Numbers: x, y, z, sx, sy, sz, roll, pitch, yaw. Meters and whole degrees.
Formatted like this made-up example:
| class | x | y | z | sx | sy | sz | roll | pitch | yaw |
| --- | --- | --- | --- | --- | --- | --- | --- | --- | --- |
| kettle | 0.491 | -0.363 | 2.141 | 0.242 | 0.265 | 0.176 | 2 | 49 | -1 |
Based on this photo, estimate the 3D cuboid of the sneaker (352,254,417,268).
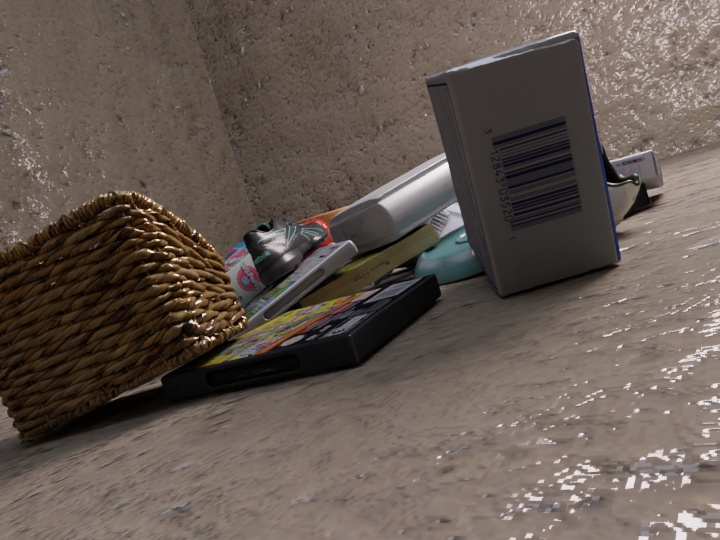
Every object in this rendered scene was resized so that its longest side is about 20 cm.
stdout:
| class | x | y | z | sx | sy | sz | roll | pitch | yaw |
| --- | --- | --- | --- | --- | --- | --- | --- | --- | --- |
| sneaker | 0.064 | -0.040 | 1.000 | 0.199 | 0.082 | 0.073 | -17 | 1 | -18 |

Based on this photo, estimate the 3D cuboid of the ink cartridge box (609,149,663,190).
| class | x | y | z | sx | sy | sz | roll | pitch | yaw |
| --- | --- | --- | --- | --- | --- | --- | --- | --- | --- |
| ink cartridge box | 0.343 | -0.127 | 0.897 | 0.199 | 0.043 | 0.196 | -11 | -2 | 28 |

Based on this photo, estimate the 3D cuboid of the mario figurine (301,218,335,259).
| class | x | y | z | sx | sy | sz | roll | pitch | yaw |
| --- | --- | --- | --- | --- | --- | --- | --- | --- | --- |
| mario figurine | -0.061 | -0.019 | 1.059 | 0.123 | 0.106 | 0.200 | -24 | -22 | 30 |

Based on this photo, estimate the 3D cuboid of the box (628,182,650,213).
| class | x | y | z | sx | sy | sz | roll | pitch | yaw |
| --- | --- | --- | --- | --- | --- | --- | --- | --- | --- |
| box | 0.273 | -0.070 | 0.826 | 0.143 | 0.036 | 0.200 | -20 | 2 | -41 |

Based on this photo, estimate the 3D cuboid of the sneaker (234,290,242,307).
| class | x | y | z | sx | sy | sz | roll | pitch | yaw |
| --- | --- | --- | --- | --- | --- | --- | --- | --- | --- |
| sneaker | -0.220 | 0.065 | 0.745 | 0.115 | 0.075 | 0.200 | -35 | 4 | 2 |

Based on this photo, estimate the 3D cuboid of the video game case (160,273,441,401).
| class | x | y | z | sx | sy | sz | roll | pitch | yaw |
| --- | --- | --- | --- | --- | --- | --- | --- | --- | --- |
| video game case | -0.041 | 0.055 | 0.525 | 0.180 | 0.026 | 0.200 | -15 | 5 | 26 |

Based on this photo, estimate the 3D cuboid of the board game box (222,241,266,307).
| class | x | y | z | sx | sy | sz | roll | pitch | yaw |
| --- | --- | --- | --- | --- | --- | --- | --- | --- | --- |
| board game box | -0.220 | 0.029 | 0.956 | 0.147 | 0.064 | 0.200 | -12 | 27 | 52 |

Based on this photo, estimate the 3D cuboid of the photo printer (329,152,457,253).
| class | x | y | z | sx | sy | sz | roll | pitch | yaw |
| --- | --- | --- | --- | --- | --- | --- | --- | --- | --- |
| photo printer | 0.071 | -0.102 | 0.843 | 0.200 | 0.070 | 0.166 | -33 | 8 | -27 |

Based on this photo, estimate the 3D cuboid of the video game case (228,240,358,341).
| class | x | y | z | sx | sy | sz | roll | pitch | yaw |
| --- | --- | --- | --- | --- | --- | --- | --- | --- | --- |
| video game case | -0.099 | 0.028 | 0.774 | 0.182 | 0.022 | 0.200 | -39 | 9 | -12 |

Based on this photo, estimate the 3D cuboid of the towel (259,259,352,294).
| class | x | y | z | sx | sy | sz | roll | pitch | yaw |
| --- | --- | --- | --- | --- | --- | --- | --- | --- | --- |
| towel | -0.091 | 0.030 | 0.960 | 0.200 | 0.049 | 0.111 | -15 | 5 | 44 |

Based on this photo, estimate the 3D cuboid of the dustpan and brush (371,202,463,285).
| class | x | y | z | sx | sy | sz | roll | pitch | yaw |
| --- | --- | --- | --- | --- | --- | --- | --- | --- | --- |
| dustpan and brush | 0.084 | -0.047 | 0.929 | 0.139 | 0.057 | 0.200 | 21 | 71 | 41 |

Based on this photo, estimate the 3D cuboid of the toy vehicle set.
| class | x | y | z | sx | sy | sz | roll | pitch | yaw |
| --- | --- | --- | --- | --- | --- | --- | --- | --- | --- |
| toy vehicle set | 0.000 | 0.000 | 0.804 | 0.200 | 0.027 | 0.124 | -31 | 6 | -10 |

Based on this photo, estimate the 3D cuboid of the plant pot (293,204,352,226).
| class | x | y | z | sx | sy | sz | roll | pitch | yaw |
| --- | --- | --- | --- | --- | --- | --- | --- | --- | --- |
| plant pot | -0.048 | -0.051 | 1.243 | 0.199 | 0.141 | 0.200 | -17 | 3 | 1 |

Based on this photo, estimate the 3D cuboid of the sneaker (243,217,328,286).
| class | x | y | z | sx | sy | sz | roll | pitch | yaw |
| --- | --- | --- | --- | --- | --- | --- | --- | --- | --- |
| sneaker | -0.106 | -0.048 | 0.871 | 0.075 | 0.079 | 0.200 | -35 | 7 | 21 |

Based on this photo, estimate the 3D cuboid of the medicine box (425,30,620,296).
| class | x | y | z | sx | sy | sz | roll | pitch | yaw |
| --- | --- | --- | --- | --- | --- | --- | --- | --- | --- |
| medicine box | 0.136 | -0.102 | 0.540 | 0.103 | 0.183 | 0.200 | -16 | 16 | 7 |

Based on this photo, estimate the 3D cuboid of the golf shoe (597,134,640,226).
| class | x | y | z | sx | sy | sz | roll | pitch | yaw |
| --- | --- | --- | --- | --- | --- | --- | --- | --- | --- |
| golf shoe | 0.225 | -0.134 | 0.661 | 0.078 | 0.200 | 0.097 | -35 | -17 | -30 |

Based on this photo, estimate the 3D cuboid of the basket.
| class | x | y | z | sx | sy | sz | roll | pitch | yaw |
| --- | --- | --- | --- | --- | --- | --- | --- | --- | --- |
| basket | -0.220 | 0.031 | 0.530 | 0.200 | 0.149 | 0.143 | -28 | 1 | 12 |

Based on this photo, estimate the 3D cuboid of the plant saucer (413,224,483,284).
| class | x | y | z | sx | sy | sz | roll | pitch | yaw |
| --- | --- | --- | --- | --- | --- | --- | --- | --- | --- |
| plant saucer | 0.152 | -0.039 | 0.733 | 0.200 | 0.027 | 0.200 | -26 | 10 | 5 |
